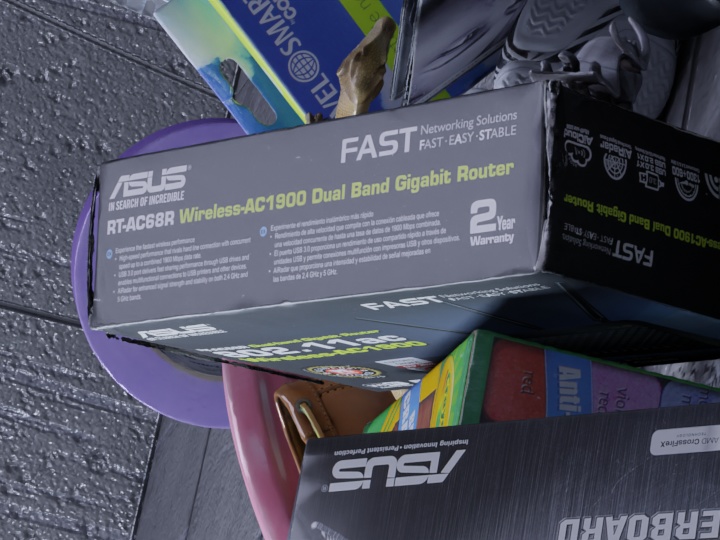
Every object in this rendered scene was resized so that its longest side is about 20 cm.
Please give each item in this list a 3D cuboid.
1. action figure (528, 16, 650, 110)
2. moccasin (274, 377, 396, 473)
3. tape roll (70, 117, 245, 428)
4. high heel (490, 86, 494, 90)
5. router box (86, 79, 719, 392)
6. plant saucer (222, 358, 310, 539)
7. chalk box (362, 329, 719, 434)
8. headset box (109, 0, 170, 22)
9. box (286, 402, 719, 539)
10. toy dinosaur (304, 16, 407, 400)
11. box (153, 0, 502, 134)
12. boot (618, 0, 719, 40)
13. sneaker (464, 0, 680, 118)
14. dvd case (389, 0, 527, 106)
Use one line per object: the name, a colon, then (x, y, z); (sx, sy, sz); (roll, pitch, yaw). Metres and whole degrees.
action figure: (0.085, 0.000, 1.073); (0.130, 0.069, 0.200); (33, -114, -61)
moccasin: (0.006, 0.141, 1.200); (0.074, 0.078, 0.201); (156, 103, -74)
tape roll: (-0.089, 0.000, 1.871); (0.085, 0.200, 0.200); (-144, 69, -80)
high heel: (0.052, -0.049, 1.465); (0.200, 0.067, 0.096); (-177, 92, -67)
router box: (0.031, -0.005, 0.945); (0.200, 0.150, 0.062); (-9, 74, 41)
plant saucer: (0.000, 0.099, 1.325); (0.201, 0.051, 0.201); (-21, -90, -77)
chalk box: (0.069, 0.100, 0.904); (0.200, 0.124, 0.125); (128, 155, -70)
headset box: (-0.041, -0.223, 1.438); (0.174, 0.093, 0.200); (-64, -3, -59)
box: (0.064, 0.117, 0.754); (0.200, 0.048, 0.158); (-7, 60, 34)
toy dinosaur: (0.000, 0.000, 1.180); (0.101, 0.058, 0.200); (155, 105, -73)
box: (0.018, -0.136, 1.336); (0.200, 0.122, 0.048); (-38, 9, -3)
boot: (0.145, -0.182, 1.041); (0.168, 0.076, 0.200); (-151, 70, -78)
sneaker: (0.084, -0.075, 1.267); (0.115, 0.075, 0.200); (-99, 21, -63)
dvd case: (0.078, -0.141, 1.216); (0.149, 0.016, 0.200); (-37, -10, -11)
